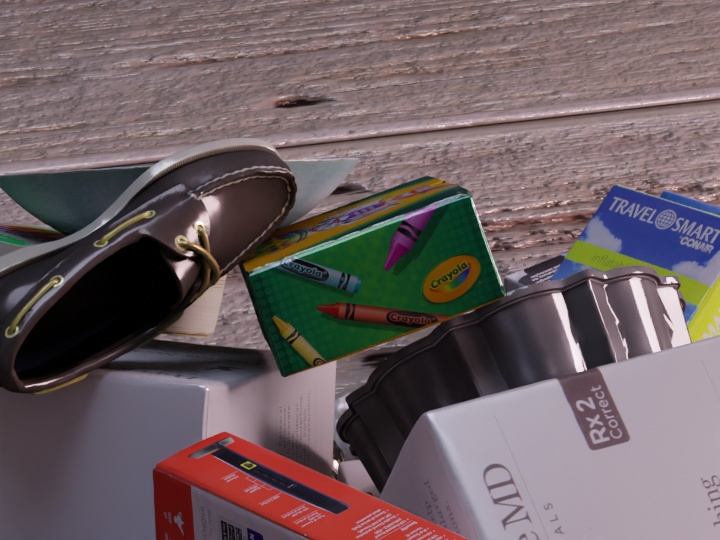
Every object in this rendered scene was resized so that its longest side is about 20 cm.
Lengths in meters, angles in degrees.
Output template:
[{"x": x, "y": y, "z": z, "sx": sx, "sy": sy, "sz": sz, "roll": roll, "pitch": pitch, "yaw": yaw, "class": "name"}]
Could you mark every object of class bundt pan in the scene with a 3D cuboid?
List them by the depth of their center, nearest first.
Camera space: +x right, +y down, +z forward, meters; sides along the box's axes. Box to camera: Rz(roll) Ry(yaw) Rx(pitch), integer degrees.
[{"x": 0.093, "y": 0.081, "z": 1.433, "sx": 0.201, "sy": 0.202, "sz": 0.076, "roll": -14, "pitch": 66, "yaw": -22, "class": "bundt pan"}]

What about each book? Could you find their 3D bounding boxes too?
[{"x": -0.173, "y": -0.001, "z": 1.509, "sx": 0.133, "sy": 0.048, "sz": 0.200, "roll": 14, "pitch": 3, "yaw": 19, "class": "book"}]

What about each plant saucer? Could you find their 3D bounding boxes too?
[{"x": -0.099, "y": -0.038, "z": 1.476, "sx": 0.200, "sy": 0.039, "sz": 0.201, "roll": -2, "pitch": 2, "yaw": 0, "class": "plant saucer"}]

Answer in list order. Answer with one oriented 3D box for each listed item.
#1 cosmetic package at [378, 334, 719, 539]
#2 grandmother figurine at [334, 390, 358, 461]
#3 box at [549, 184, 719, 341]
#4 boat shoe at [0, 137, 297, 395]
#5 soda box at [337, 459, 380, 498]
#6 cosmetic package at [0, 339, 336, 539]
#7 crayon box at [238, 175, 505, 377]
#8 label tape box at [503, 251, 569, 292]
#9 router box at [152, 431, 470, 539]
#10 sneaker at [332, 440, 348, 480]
[{"x": 0.128, "y": 0.150, "z": 1.306, "sx": 0.199, "sy": 0.165, "sz": 0.165, "roll": -14, "pitch": 64, "yaw": -21, "class": "cosmetic package"}, {"x": 0.066, "y": 0.076, "z": 1.649, "sx": 0.199, "sy": 0.061, "sz": 0.122, "roll": -19, "pitch": 40, "yaw": 24, "class": "grandmother figurine"}, {"x": 0.168, "y": 0.031, "z": 1.681, "sx": 0.122, "sy": 0.048, "sz": 0.200, "roll": 20, "pitch": 71, "yaw": 46, "class": "box"}, {"x": -0.106, "y": 0.001, "z": 1.334, "sx": 0.201, "sy": 0.072, "sz": 0.060, "roll": -31, "pitch": 39, "yaw": -25, "class": "boat shoe"}, {"x": 0.090, "y": 0.137, "z": 1.559, "sx": 0.199, "sy": 0.064, "sz": 0.068, "roll": -7, "pitch": 22, "yaw": -9, "class": "soda box"}, {"x": -0.121, "y": 0.125, "z": 1.423, "sx": 0.166, "sy": 0.167, "sz": 0.200, "roll": 4, "pitch": 5, "yaw": 17, "class": "cosmetic package"}, {"x": 0.000, "y": 0.000, "z": 1.421, "sx": 0.118, "sy": 0.059, "sz": 0.200, "roll": -20, "pitch": 6, "yaw": -3, "class": "crayon box"}, {"x": 0.210, "y": 0.036, "z": 1.780, "sx": 0.143, "sy": 0.066, "sz": 0.200, "roll": -20, "pitch": 25, "yaw": -32, "class": "label tape box"}, {"x": -0.013, "y": 0.195, "z": 1.239, "sx": 0.179, "sy": 0.201, "sz": 0.049, "roll": 20, "pitch": 31, "yaw": 39, "class": "router box"}, {"x": -0.101, "y": 0.142, "z": 1.586, "sx": 0.199, "sy": 0.078, "sz": 0.085, "roll": -13, "pitch": 29, "yaw": 1, "class": "sneaker"}]
